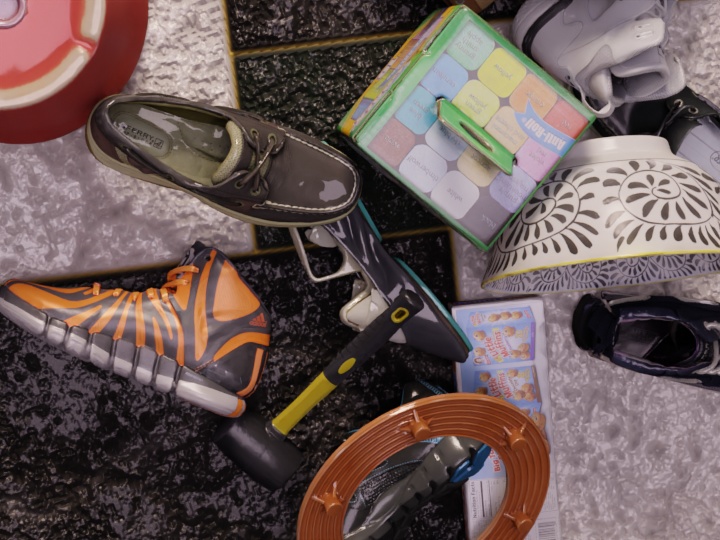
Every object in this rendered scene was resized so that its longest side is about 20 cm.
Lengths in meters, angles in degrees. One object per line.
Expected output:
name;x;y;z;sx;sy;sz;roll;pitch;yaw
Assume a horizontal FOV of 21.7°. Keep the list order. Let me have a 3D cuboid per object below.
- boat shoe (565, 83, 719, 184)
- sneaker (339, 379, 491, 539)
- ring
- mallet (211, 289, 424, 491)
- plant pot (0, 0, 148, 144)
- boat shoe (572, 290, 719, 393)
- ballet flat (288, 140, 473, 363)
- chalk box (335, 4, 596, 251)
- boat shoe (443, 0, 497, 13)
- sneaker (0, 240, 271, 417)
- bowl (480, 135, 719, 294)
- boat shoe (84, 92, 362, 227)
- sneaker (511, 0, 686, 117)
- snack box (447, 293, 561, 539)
boat shoe;0.242;-0.095;1.396;0.199;0.066;0.075;40;92;-9
sneaker;0.004;0.167;1.412;0.200;0.073;0.082;-41;70;4
ring;0.049;0.174;1.360;0.200;0.019;0.201;-13;128;-17
mallet;-0.034;0.077;1.368;0.066;0.041;0.200;34;116;-7
plant pot;-0.240;-0.182;1.279;0.200;0.177;0.201;-1;97;-7
boat shoe;0.263;0.061;1.403;0.200;0.093;0.075;6;96;-7
ballet flat;0.000;0.000;1.381;0.073;0.073;0.200;-36;93;-1
chalk box;0.073;-0.102;1.309;0.124;0.200;0.124;40;91;-9
boat shoe;0.028;-0.260;1.351;0.200;0.076;0.074;41;94;-8
sneaker;-0.159;0.023;1.372;0.200;0.078;0.112;23;83;-9
bowl;0.180;-0.042;1.341;0.200;0.201;0.094;-5;84;-5
boat shoe;-0.093;-0.077;1.306;0.200;0.066;0.072;16;86;-10
sneaker;0.215;-0.194;1.352;0.200;0.115;0.075;-37;143;3
snack box;0.110;0.121;1.429;0.072;0.024;0.200;-5;97;-4
